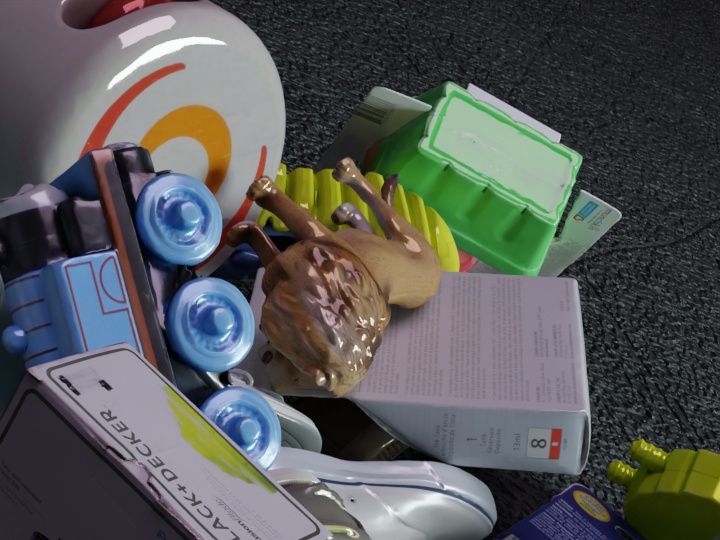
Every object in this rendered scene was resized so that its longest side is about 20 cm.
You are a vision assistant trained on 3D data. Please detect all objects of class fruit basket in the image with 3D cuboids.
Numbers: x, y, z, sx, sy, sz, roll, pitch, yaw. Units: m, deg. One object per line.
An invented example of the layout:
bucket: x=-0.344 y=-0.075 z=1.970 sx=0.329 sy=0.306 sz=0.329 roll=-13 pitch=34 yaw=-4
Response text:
fruit basket: x=0.061 y=-0.046 z=1.309 sx=0.185 sy=0.200 sz=0.094 roll=28 pitch=67 yaw=-6

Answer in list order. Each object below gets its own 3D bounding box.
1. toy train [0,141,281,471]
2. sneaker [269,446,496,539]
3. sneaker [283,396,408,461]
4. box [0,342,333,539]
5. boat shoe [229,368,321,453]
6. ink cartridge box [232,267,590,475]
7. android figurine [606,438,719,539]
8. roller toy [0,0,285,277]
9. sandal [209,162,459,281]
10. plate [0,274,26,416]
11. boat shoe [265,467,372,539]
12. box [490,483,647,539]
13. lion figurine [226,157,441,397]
toy train: x=-0.113 y=0.039 z=0.907 sx=0.114 sy=0.087 sz=0.201 roll=-12 pitch=83 yaw=-34
sneaker: x=-0.001 y=0.143 z=1.020 sx=0.200 sy=0.073 sz=0.071 roll=11 pitch=57 yaw=-41
sneaker: x=0.022 y=0.065 z=1.166 sx=0.076 sy=0.070 sz=0.200 roll=44 pitch=27 yaw=11
box: x=-0.109 y=0.141 z=0.713 sx=0.117 sy=0.200 sz=0.060 roll=40 pitch=25 yaw=20
boat shoe: x=-0.115 y=0.068 z=1.006 sx=0.201 sy=0.075 sz=0.065 roll=13 pitch=33 yaw=-21
ink cartridge box: x=0.031 y=0.055 z=1.112 sx=0.199 sy=0.050 sz=0.162 roll=1 pitch=27 yaw=4
android figurine: x=0.244 y=0.164 z=1.163 sx=0.200 sy=0.182 sz=0.041 roll=29 pitch=66 yaw=4
roller toy: x=-0.147 y=-0.084 z=1.077 sx=0.140 sy=0.200 sz=0.182 roll=32 pitch=-9 yaw=38
sandal: x=-0.035 y=-0.020 z=1.215 sx=0.199 sy=0.087 sz=0.080 roll=16 pitch=42 yaw=-6
plate: x=-0.246 y=0.013 z=0.934 sx=0.199 sy=0.026 sz=0.200 roll=10 pitch=37 yaw=-7
boat shoe: x=-0.084 y=0.143 z=0.834 sx=0.201 sy=0.072 sz=0.060 roll=-17 pitch=32 yaw=-32
box: x=0.125 y=0.193 z=1.094 sx=0.121 sy=0.032 sz=0.200 roll=40 pitch=27 yaw=17
lion figurine: x=0.000 y=0.000 z=1.085 sx=0.122 sy=0.073 sz=0.200 roll=44 pitch=36 yaw=18
